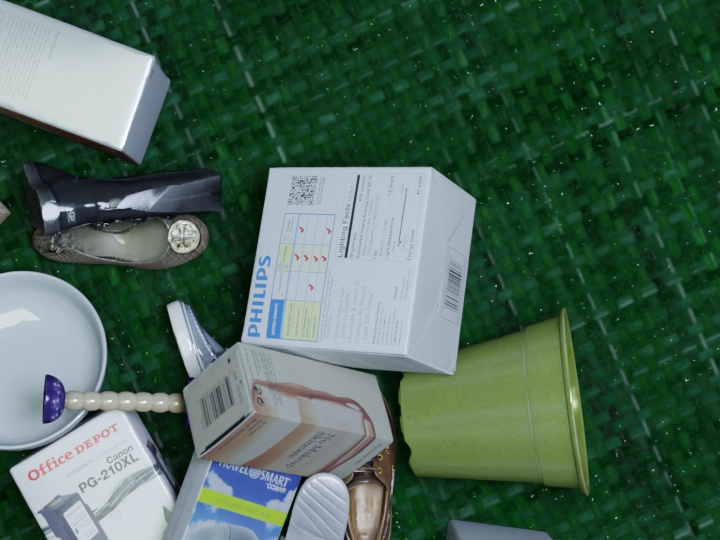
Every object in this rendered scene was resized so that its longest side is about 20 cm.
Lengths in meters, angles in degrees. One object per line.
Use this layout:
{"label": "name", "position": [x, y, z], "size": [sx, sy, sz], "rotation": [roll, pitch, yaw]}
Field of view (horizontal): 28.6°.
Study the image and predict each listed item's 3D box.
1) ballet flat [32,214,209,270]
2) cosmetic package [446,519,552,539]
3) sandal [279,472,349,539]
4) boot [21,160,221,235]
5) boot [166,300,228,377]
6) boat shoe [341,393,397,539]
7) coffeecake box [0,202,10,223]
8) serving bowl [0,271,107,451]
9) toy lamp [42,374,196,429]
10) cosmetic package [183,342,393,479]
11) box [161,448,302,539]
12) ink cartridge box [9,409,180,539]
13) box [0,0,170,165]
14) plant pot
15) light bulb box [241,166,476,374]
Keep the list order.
{"label": "ballet flat", "position": [-0.270, -0.036, 1.587], "size": [0.197, 0.046, 0.068], "rotation": [1, 89, -1]}
{"label": "cosmetic package", "position": [0.147, 0.386, 1.511], "size": [0.121, 0.199, 0.203], "rotation": [6, 89, -1]}
{"label": "sandal", "position": [-0.052, 0.304, 1.566], "size": [0.078, 0.059, 0.209], "rotation": [16, 113, -3]}
{"label": "boot", "position": [-0.265, -0.091, 1.565], "size": [0.197, 0.165, 0.067], "rotation": [-12, 116, -19]}
{"label": "boot", "position": [-0.143, 0.116, 1.581], "size": [0.089, 0.073, 0.202], "rotation": [-22, 98, -7]}
{"label": "boat shoe", "position": [0.008, 0.225, 1.577], "size": [0.071, 0.068, 0.203], "rotation": [-2, 89, -1]}
{"label": "coffeecake box", "position": [-0.517, -0.082, 1.569], "size": [0.154, 0.073, 0.200], "rotation": [-45, 90, -1]}
{"label": "serving bowl", "position": [-0.374, 0.105, 1.560], "size": [0.197, 0.066, 0.203], "rotation": [0, 70, -1]}
{"label": "toy lamp", "position": [-0.236, 0.139, 1.502], "size": [0.197, 0.058, 0.059], "rotation": [5, 89, -15]}
{"label": "cosmetic package", "position": [-0.074, 0.152, 1.484], "size": [0.103, 0.198, 0.088], "rotation": [-41, 51, 32]}
{"label": "box", "position": [-0.142, 0.268, 1.505], "size": [0.121, 0.047, 0.202], "rotation": [23, 85, -36]}
{"label": "ink cartridge box", "position": [-0.273, 0.264, 1.561], "size": [0.144, 0.084, 0.202], "rotation": [-30, 90, -3]}
{"label": "box", "position": [-0.322, -0.204, 1.536], "size": [0.198, 0.152, 0.108], "rotation": [20, 88, 0]}
{"label": "plant pot", "position": [0.143, 0.152, 1.538], "size": [0.187, 0.200, 0.203], "rotation": [-7, 89, 11]}
{"label": "light bulb box", "position": [0.000, 0.000, 1.501], "size": [0.198, 0.125, 0.201], "rotation": [3, 77, 29]}
